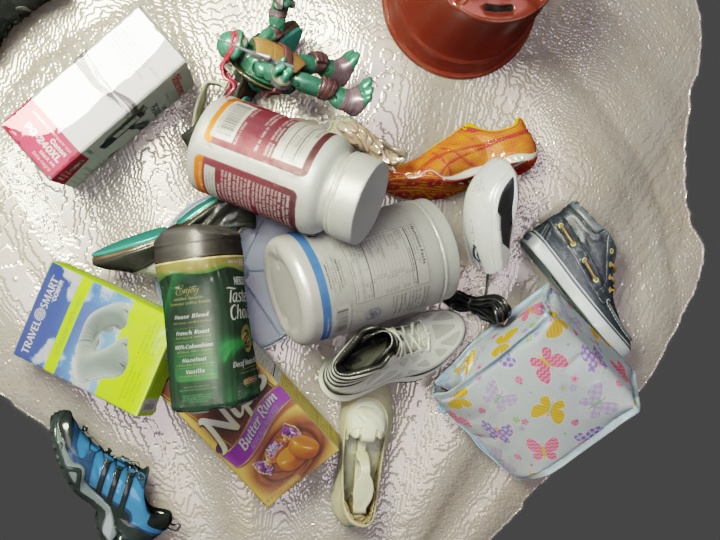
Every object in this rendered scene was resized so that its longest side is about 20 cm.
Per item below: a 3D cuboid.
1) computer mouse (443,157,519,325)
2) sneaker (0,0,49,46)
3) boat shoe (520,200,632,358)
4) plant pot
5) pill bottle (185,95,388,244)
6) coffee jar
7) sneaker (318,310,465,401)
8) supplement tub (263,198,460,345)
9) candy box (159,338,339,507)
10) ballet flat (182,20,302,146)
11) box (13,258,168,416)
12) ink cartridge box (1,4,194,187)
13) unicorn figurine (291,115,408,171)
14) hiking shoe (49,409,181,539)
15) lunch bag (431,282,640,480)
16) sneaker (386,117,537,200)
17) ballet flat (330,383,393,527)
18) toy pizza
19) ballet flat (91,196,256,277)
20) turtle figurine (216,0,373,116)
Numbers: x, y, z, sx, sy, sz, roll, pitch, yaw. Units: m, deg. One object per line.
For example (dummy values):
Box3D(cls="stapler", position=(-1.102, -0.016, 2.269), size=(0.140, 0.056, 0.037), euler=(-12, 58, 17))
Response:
Box3D(cls="computer mouse", position=(0.144, -0.035, 1.133), size=(0.044, 0.110, 0.201), euler=(-6, 108, -29))
Box3D(cls="sneaker", position=(-0.433, -0.288, 1.109), size=(0.199, 0.076, 0.088), euler=(-16, 108, -2))
Box3D(cls="boat shoe", position=(0.296, 0.011, 1.190), size=(0.091, 0.071, 0.200), euler=(-38, 93, 0))
Box3D(cls="plant pot", position=(0.135, -0.338, 1.100), size=(0.200, 0.195, 0.202), euler=(0, 92, -6))
Box3D(cls="pill bottle", position=(-0.078, -0.107, 1.038), size=(0.199, 0.114, 0.115), euler=(22, 89, 15))
Box3D(cls="coffee jar", position=(-0.167, 0.049, 1.034), size=(0.085, 0.104, 0.201), euler=(-8, 90, 17))
Box3D(cls="sneaker", position=(0.051, 0.094, 1.128), size=(0.200, 0.115, 0.076), euler=(-23, 79, -18))
Box3D(cls="supplement tub", position=(0.000, 0.000, 1.106), size=(0.199, 0.132, 0.132), euler=(-17, 94, -23))
Box3D(cls="candy box", position=(-0.132, 0.170, 1.136), size=(0.117, 0.056, 0.200), euler=(-40, 100, 8))
Box3D(cls="ballet flat", position=(-0.148, -0.223, 1.131), size=(0.068, 0.068, 0.200), euler=(31, 87, 7))
Box3D(cls="box", position=(-0.309, 0.073, 1.102), size=(0.199, 0.048, 0.122), euler=(23, 89, 15))
Box3D(cls="ink cartridge box", position=(-0.290, -0.193, 1.081), size=(0.200, 0.145, 0.083), euler=(-41, 95, -4))
Box3D(cls="unicorn figurine", position=(-0.034, -0.146, 1.129), size=(0.137, 0.200, 0.074), euler=(26, 66, -24))
Box3D(cls="hiking shoe", position=(-0.299, 0.244, 1.138), size=(0.087, 0.074, 0.200), euler=(-29, 105, -12))
Box3D(cls="lunch bag", position=(0.208, 0.144, 1.158), size=(0.170, 0.127, 0.200), euler=(44, 112, -7))
Box3D(cls="sneaker", position=(0.117, -0.138, 1.178), size=(0.199, 0.073, 0.077), euler=(-14, 73, -11))
Box3D(cls="ballet flat", position=(0.005, 0.220, 1.168), size=(0.069, 0.069, 0.201), euler=(6, 91, -7))
Box3D(cls="toy pizza", position=(-0.149, 0.002, 1.161), size=(0.199, 0.032, 0.201), euler=(0, 91, -5))
Box3D(cls="ballet flat", position=(-0.210, -0.032, 1.107), size=(0.200, 0.068, 0.069), euler=(-26, 103, -5))
Box3D(cls="turtle figurine", position=(-0.085, -0.240, 1.056), size=(0.200, 0.101, 0.150), euler=(16, 55, -35))
